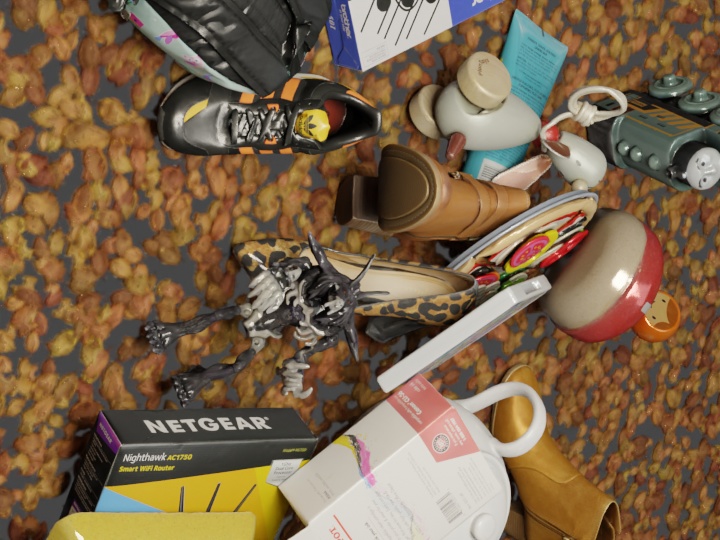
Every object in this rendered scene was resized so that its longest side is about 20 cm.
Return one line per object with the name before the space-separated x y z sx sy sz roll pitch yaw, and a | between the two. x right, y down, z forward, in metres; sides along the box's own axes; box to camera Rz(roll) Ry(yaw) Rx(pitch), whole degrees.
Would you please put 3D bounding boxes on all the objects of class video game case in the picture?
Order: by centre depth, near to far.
video game case | 0.098 0.055 1.488 0.143 0.018 0.200 -35 174 14

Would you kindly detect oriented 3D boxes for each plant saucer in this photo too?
plant saucer | -0.193 0.290 1.359 0.198 0.049 0.201 7 121 -41

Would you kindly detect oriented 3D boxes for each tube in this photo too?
tube | 0.142 -0.142 1.576 0.077 0.050 0.202 28 79 -40

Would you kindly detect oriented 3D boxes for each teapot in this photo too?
teapot | 0.075 0.214 1.551 0.196 0.145 0.203 -9 107 -38

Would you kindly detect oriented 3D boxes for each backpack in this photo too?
backpack | -0.116 -0.233 1.277 0.167 0.126 0.200 -48 129 -5

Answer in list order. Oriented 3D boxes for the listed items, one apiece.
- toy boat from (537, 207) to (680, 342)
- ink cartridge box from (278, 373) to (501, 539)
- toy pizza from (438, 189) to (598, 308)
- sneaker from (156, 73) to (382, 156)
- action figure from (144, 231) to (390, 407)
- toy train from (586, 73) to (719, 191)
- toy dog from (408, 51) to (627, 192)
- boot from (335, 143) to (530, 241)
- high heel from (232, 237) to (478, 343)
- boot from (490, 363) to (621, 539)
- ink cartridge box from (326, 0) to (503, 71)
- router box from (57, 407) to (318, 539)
toy boat | 0.256 0.021 1.603 0.130 0.200 0.131 35 95 -2
ink cartridge box | 0.011 0.200 1.419 0.199 0.067 0.117 -37 126 -8
toy pizza | 0.142 -0.008 1.533 0.199 0.200 0.032 -24 75 -33
sneaker | -0.071 -0.130 1.366 0.198 0.090 0.071 -8 108 -39
action figure | -0.070 0.048 1.359 0.198 0.102 0.120 -22 106 1
toy train | 0.312 -0.131 1.629 0.113 0.200 0.086 -21 118 -18
toy dog | 0.139 -0.114 1.495 0.198 0.132 0.097 15 58 -6
boot | 0.081 -0.063 1.429 0.153 0.200 0.075 5 88 -21
high heel | 0.000 0.000 1.420 0.199 0.142 0.072 25 58 -32
boot | 0.202 0.205 1.657 0.070 0.143 0.204 -15 111 -37
ink cartridge box | 0.054 -0.260 1.466 0.199 0.044 0.095 -31 122 -30
router box | -0.149 0.189 1.385 0.198 0.051 0.150 2 121 -39
